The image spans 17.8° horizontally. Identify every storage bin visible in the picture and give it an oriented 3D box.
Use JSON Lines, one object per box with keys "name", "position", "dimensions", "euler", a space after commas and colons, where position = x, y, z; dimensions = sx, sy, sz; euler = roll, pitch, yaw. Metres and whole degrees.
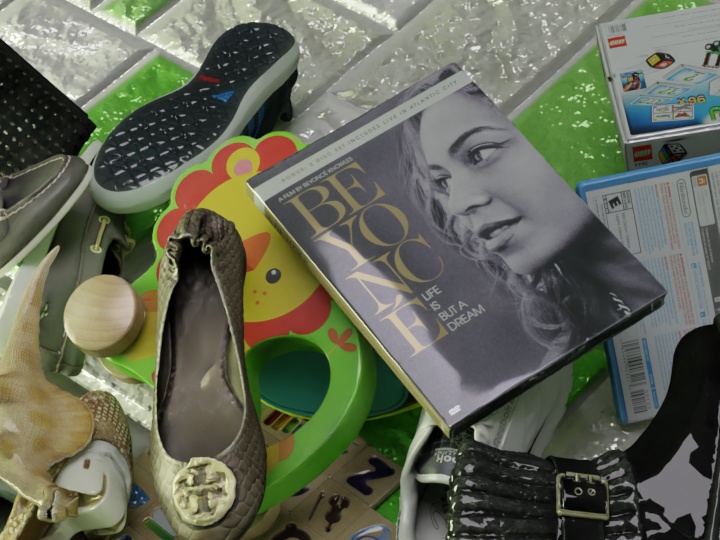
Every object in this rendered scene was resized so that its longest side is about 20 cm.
{"name": "storage bin", "position": [-0.275, -0.115, 1.446], "dimensions": [0.135, 0.200, 0.094], "euler": [29, 82, 31]}

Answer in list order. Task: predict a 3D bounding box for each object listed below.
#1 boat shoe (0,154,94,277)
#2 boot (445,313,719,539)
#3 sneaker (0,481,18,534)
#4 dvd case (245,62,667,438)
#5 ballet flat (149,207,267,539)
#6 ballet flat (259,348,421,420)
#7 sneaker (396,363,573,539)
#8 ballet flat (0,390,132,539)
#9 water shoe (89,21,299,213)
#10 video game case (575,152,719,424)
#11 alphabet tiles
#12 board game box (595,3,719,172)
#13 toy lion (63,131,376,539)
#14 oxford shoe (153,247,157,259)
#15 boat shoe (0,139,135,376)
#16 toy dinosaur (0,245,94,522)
{"name": "boat shoe", "position": [-0.251, -0.014, 1.395], "dimensions": [0.200, 0.057, 0.067], "euler": [-37, 23, 14]}
{"name": "boot", "position": [0.125, 0.104, 1.200], "dimensions": [0.157, 0.080, 0.212], "euler": [5, 49, 10]}
{"name": "sneaker", "position": [-0.271, 0.139, 1.301], "dimensions": [0.199, 0.074, 0.089], "euler": [-14, 50, -11]}
{"name": "dvd case", "position": [0.051, -0.017, 1.278], "dimensions": [0.148, 0.016, 0.200], "euler": [-30, 59, -17]}
{"name": "ballet flat", "position": [-0.086, 0.054, 1.255], "dimensions": [0.067, 0.046, 0.201], "euler": [-7, 63, 11]}
{"name": "ballet flat", "position": [0.033, 0.046, 1.358], "dimensions": [0.199, 0.067, 0.067], "euler": [-10, 13, 13]}
{"name": "sneaker", "position": [0.066, 0.077, 1.261], "dimensions": [0.076, 0.081, 0.201], "euler": [7, 75, 20]}
{"name": "ballet flat", "position": [-0.164, 0.150, 1.268], "dimensions": [0.065, 0.071, 0.200], "euler": [-7, 47, 42]}
{"name": "water shoe", "position": [-0.097, -0.081, 1.483], "dimensions": [0.071, 0.079, 0.200], "euler": [20, 46, 26]}
{"name": "video game case", "position": [0.234, -0.001, 1.336], "dimensions": [0.199, 0.144, 0.018], "euler": [-12, 7, -3]}
{"name": "alphabet tiles", "position": [-0.075, 0.152, 1.311], "dimensions": [0.166, 0.006, 0.200], "euler": [32, 58, 32]}
{"name": "board game box", "position": [0.253, -0.121, 1.423], "dimensions": [0.199, 0.035, 0.126], "euler": [-9, 41, 4]}
{"name": "toy lion", "position": [-0.058, 0.024, 1.320], "dimensions": [0.191, 0.069, 0.200], "euler": [-38, 61, 2]}
{"name": "oxford shoe", "position": [-0.030, -0.030, 1.441], "dimensions": [0.199, 0.075, 0.058], "euler": [-7, 19, 0]}
{"name": "boat shoe", "position": [-0.177, -0.007, 1.437], "dimensions": [0.060, 0.072, 0.202], "euler": [25, 38, -7]}
{"name": "toy dinosaur", "position": [-0.200, 0.078, 1.283], "dimensions": [0.101, 0.058, 0.200], "euler": [-4, 46, -10]}
